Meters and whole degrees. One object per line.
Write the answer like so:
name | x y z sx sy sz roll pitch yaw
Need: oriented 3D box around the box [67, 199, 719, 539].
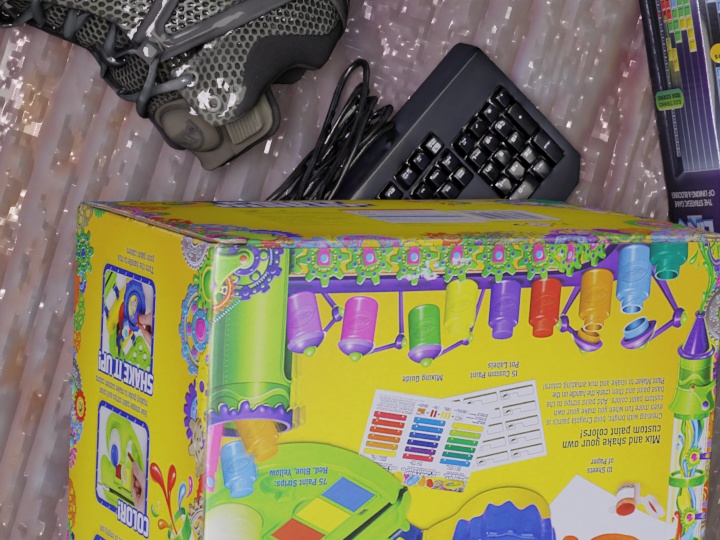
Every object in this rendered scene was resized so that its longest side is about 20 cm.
box | 0.010 0.076 0.778 0.199 0.122 0.193 0 98 -29

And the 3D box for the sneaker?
sneaker | -0.094 -0.095 0.797 0.199 0.076 0.115 -3 85 -24

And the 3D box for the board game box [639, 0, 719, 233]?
board game box | 0.219 -0.089 0.912 0.199 0.057 0.166 -10 92 -18

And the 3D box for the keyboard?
keyboard | 0.000 0.000 0.848 0.104 0.040 0.200 42 77 -15
